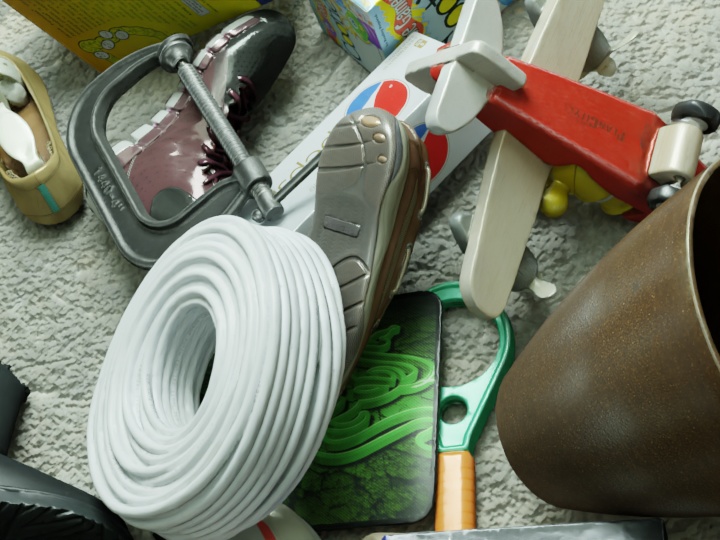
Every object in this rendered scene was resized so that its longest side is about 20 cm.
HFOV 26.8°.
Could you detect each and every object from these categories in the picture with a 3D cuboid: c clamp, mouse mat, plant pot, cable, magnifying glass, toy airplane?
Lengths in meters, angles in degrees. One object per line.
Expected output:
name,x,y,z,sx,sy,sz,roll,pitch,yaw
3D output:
c clamp,-0.117,-0.089,1.037,0.171,0.027,0.200,-45,58,8
mouse mat,-0.042,0.094,0.985,0.198,0.008,0.163,-8,59,19
plant pot,0.174,0.061,0.837,0.199,0.186,0.189,-33,44,46
cable,-0.092,0.065,0.925,0.199,0.069,0.202,-28,52,42
magnifying glass,0.059,0.097,0.956,0.079,0.022,0.202,-7,60,14
toy airplane,0.115,-0.087,0.975,0.198,0.141,0.201,-23,84,-19

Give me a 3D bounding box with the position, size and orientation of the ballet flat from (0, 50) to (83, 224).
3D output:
ballet flat,-0.267,-0.120,1.157,0.068,0.063,0.200,-35,57,-5

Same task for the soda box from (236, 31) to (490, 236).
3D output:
soda box,0.002,-0.068,1.035,0.200,0.064,0.068,-46,41,-12

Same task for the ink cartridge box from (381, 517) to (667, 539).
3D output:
ink cartridge box,0.072,0.193,0.829,0.198,0.039,0.100,-7,57,13

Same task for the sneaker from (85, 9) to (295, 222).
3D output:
sneaker,-0.095,-0.085,1.082,0.200,0.076,0.115,-48,58,-1

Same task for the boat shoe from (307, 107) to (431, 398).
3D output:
boat shoe,0.000,0.000,0.966,0.075,0.071,0.202,25,98,35

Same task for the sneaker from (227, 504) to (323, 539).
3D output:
sneaker,-0.059,0.218,0.869,0.070,0.093,0.202,-21,57,23

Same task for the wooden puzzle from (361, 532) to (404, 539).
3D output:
wooden puzzle,0.077,0.250,0.843,0.183,0.046,0.202,-2,58,16

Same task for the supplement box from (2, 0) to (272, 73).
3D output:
supplement box,-0.155,-0.243,1.125,0.199,0.109,0.110,-13,53,40

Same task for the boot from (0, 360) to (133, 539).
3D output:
boot,-0.241,0.123,0.989,0.196,0.074,0.163,17,28,-18

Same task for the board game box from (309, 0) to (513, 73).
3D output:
board game box,0.061,-0.244,1.104,0.200,0.105,0.103,-41,58,-8
